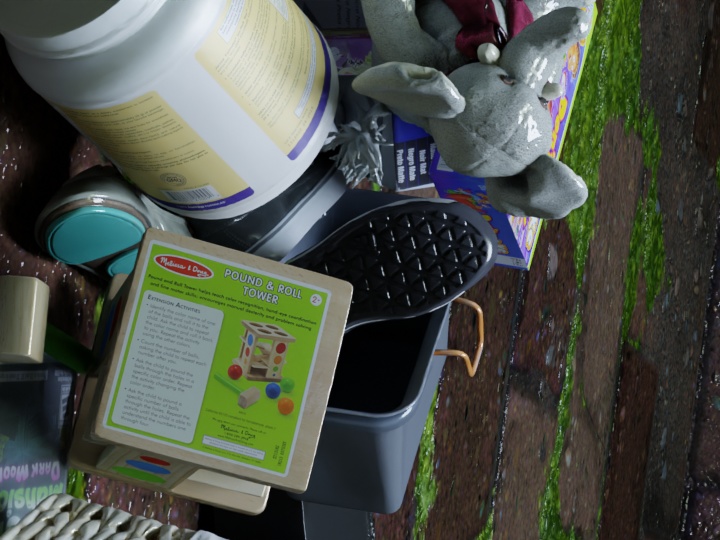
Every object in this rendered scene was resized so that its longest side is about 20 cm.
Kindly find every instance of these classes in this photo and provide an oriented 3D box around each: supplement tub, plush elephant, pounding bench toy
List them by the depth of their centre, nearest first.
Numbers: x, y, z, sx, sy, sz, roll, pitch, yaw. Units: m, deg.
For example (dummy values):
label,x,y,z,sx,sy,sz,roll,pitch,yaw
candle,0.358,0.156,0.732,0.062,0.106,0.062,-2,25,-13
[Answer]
label,x,y,z,sx,sy,sz,roll,pitch,yaw
supplement tub,-0.115,-0.134,1.474,0.200,0.145,0.146,46,51,-51
pounding bench toy,-0.128,0.055,1.501,0.156,0.200,0.124,141,-37,-72
plush elephant,0.072,-0.118,1.518,0.165,0.155,0.200,32,91,-36

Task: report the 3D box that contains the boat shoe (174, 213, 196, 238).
label,x,y,z,sx,sy,sz,roll,pitch,yaw
boat shoe,-0.106,0.036,1.695,0.072,0.067,0.200,67,33,-55

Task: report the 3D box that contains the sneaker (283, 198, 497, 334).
label,x,y,z,sx,sy,sz,roll,pitch,yaw
sneaker,0.000,0.000,1.620,0.072,0.200,0.083,66,25,-6

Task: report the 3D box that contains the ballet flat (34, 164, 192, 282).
label,x,y,z,sx,sy,sz,roll,pitch,yaw
ballet flat,-0.154,-0.030,1.569,0.200,0.067,0.064,45,26,-68

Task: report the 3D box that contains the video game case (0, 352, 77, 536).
label,x,y,z,sx,sy,sz,roll,pitch,yaw
video game case,-0.218,0.136,1.461,0.200,0.023,0.182,5,91,-72

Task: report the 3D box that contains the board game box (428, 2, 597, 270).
label,x,y,z,sx,sy,sz,roll,pitch,yaw
board game box,0.103,-0.120,1.684,0.134,0.045,0.200,61,42,-63

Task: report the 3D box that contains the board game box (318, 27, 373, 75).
label,x,y,z,sx,sy,sz,roll,pitch,yaw
board game box,-0.022,-0.145,1.687,0.120,0.200,0.032,-36,125,-67

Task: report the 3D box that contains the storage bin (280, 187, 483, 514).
label,x,y,z,sx,sy,sz,roll,pitch,yaw
storage bin,0.011,0.063,1.743,0.134,0.145,0.200,84,19,-47

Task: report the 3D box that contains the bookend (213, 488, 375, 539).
label,x,y,z,sx,sy,sz,roll,pitch,yaw
bookend,-0.076,0.194,1.795,0.200,0.092,0.199,-4,88,-61

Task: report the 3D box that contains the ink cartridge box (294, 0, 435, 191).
label,x,y,z,sx,sy,sz,roll,pitch,yaw
ink cartridge box,0.005,-0.160,1.787,0.041,0.200,0.200,-25,123,-34

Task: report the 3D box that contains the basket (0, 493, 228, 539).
label,x,y,z,sx,sy,sz,roll,pitch,yaw
basket,-0.159,0.241,1.445,0.136,0.123,0.200,-42,148,-56

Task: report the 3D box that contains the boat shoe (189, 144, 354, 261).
label,x,y,z,sx,sy,sz,roll,pitch,yaw
boat shoe,-0.057,-0.055,1.706,0.057,0.069,0.200,59,28,-14

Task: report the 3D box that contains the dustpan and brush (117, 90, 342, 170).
label,x,y,z,sx,sy,sz,roll,pitch,yaw
dustpan and brush,-0.057,-0.096,1.677,0.200,0.139,0.057,-54,134,-54
